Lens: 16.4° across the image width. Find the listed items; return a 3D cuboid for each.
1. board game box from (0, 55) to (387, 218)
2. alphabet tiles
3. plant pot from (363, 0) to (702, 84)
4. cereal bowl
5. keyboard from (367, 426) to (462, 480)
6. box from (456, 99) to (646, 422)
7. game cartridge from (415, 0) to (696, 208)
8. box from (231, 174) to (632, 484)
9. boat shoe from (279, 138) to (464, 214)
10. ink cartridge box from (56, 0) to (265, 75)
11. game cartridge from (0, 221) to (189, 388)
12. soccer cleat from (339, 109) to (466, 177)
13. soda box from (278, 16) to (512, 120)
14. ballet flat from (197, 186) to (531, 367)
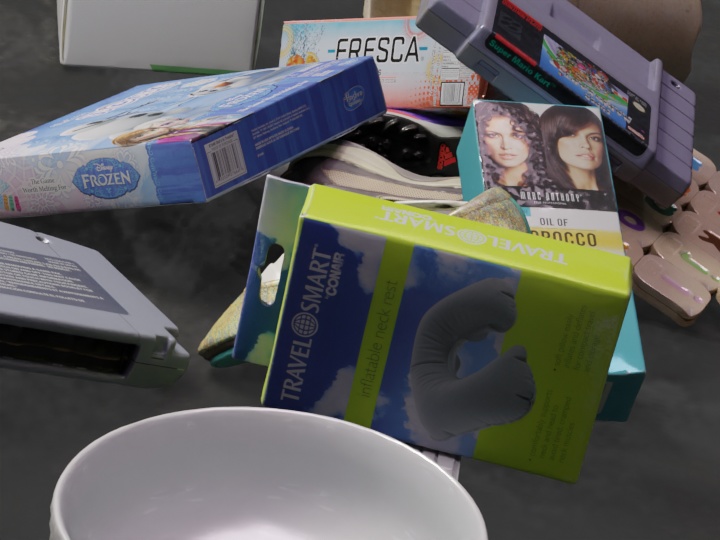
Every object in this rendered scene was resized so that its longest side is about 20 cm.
[{"bbox_3d":[-0.120,-0.082,1.564,0.199,0.043,0.200,-5,15,35],"label":"board game box"},{"bbox_3d":[0.198,-0.030,1.591,0.195,0.015,0.200,34,31,9],"label":"alphabet tiles"},{"bbox_3d":[0.135,-0.180,1.779,0.183,0.201,0.200,3,23,-37],"label":"plant pot"},{"bbox_3d":[-0.044,0.145,1.138,0.200,0.083,0.200,6,24,-3],"label":"cereal bowl"},{"bbox_3d":[0.031,0.078,1.384,0.056,0.011,0.200,8,25,3],"label":"keyboard"},{"bbox_3d":[0.109,-0.008,1.449,0.082,0.049,0.200,2,51,-10],"label":"box"},{"bbox_3d":[0.127,-0.131,1.571,0.200,0.038,0.130,35,26,-12],"label":"game cartridge"},{"bbox_3d":[0.034,0.030,1.333,0.200,0.122,0.048,13,27,2],"label":"box"},{"bbox_3d":[0.035,-0.017,1.533,0.200,0.075,0.073,16,44,22],"label":"boat shoe"},{"bbox_3d":[-0.154,-0.222,1.881,0.146,0.084,0.200,3,25,-9],"label":"ink cartridge box"},{"bbox_3d":[-0.203,0.010,1.364,0.200,0.042,0.133,12,16,-43],"label":"game cartridge"},{"bbox_3d":[0.068,-0.071,1.654,0.200,0.068,0.073,9,8,-2],"label":"soccer cleat"},{"bbox_3d":[0.034,-0.134,1.680,0.068,0.064,0.200,10,-3,-44],"label":"soda box"},{"bbox_3d":[0.000,0.000,1.396,0.200,0.071,0.071,-16,22,13],"label":"ballet flat"}]
